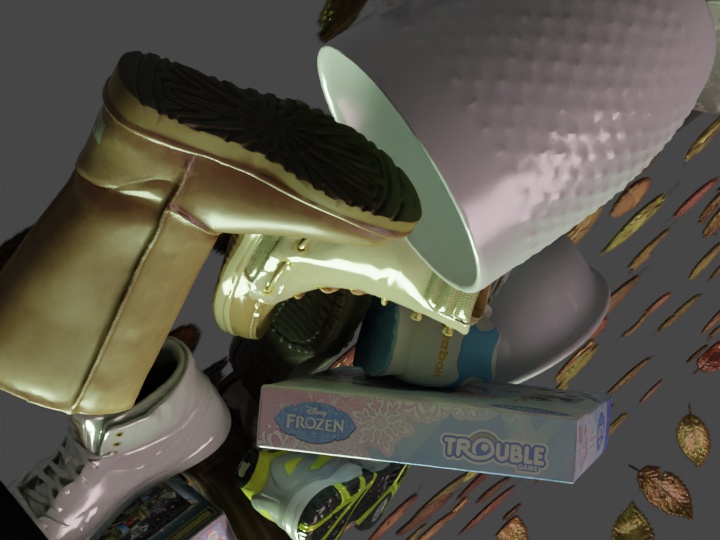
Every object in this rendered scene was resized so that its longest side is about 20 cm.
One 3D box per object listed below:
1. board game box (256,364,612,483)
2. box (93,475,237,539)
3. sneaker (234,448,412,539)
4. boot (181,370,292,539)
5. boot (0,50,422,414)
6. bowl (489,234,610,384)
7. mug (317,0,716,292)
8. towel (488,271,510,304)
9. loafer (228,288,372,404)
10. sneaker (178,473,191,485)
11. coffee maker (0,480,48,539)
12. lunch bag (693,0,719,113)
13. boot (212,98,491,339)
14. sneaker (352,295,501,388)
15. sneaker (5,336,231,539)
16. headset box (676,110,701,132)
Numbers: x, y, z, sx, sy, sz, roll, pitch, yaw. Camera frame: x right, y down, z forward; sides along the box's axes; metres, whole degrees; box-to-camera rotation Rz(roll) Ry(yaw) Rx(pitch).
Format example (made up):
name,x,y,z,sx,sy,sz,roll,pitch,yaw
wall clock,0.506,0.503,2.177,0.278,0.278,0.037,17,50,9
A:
name,x,y,z,sx,sy,sz,roll,pitch,yaw
board game box,0.055,0.097,1.149,0.199,0.198,0.044,2,93,-76
box,-0.195,0.200,1.145,0.199,0.136,0.038,-36,128,-22
sneaker,-0.018,0.137,1.220,0.076,0.076,0.200,-60,162,8
boot,-0.058,0.166,1.257,0.064,0.200,0.186,-46,163,24
boot,-0.088,-0.001,0.888,0.201,0.174,0.066,-57,-164,34
bowl,0.081,0.010,1.326,0.199,0.091,0.201,-20,-159,8
mug,0.077,-0.119,0.900,0.175,0.201,0.148,-33,-165,-11
towel,0.117,-0.084,1.200,0.171,0.048,0.201,95,21,-67
loafer,-0.035,0.025,1.198,0.068,0.076,0.200,-34,171,-31
sneaker,-0.193,0.190,1.230,0.200,0.073,0.085,-42,178,-46
coffee maker,-0.214,0.109,0.742,0.134,0.200,0.192,-41,162,4
lunch bag,0.189,-0.196,0.985,0.139,0.168,0.200,-35,163,-23
boot,0.000,0.000,1.048,0.201,0.154,0.073,114,1,-50
sneaker,0.042,0.041,1.181,0.200,0.080,0.077,-118,-140,-79
sneaker,-0.181,0.115,1.102,0.199,0.074,0.116,-37,150,-11
headset box,0.251,-0.188,1.323,0.148,0.077,0.200,-35,164,-26
